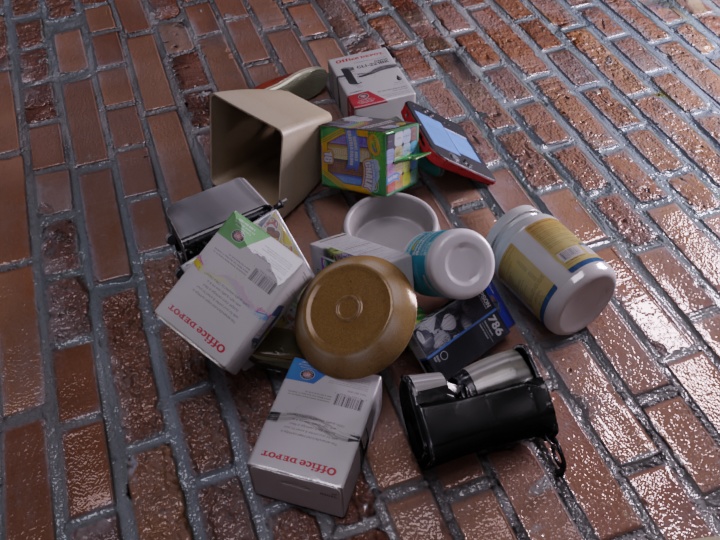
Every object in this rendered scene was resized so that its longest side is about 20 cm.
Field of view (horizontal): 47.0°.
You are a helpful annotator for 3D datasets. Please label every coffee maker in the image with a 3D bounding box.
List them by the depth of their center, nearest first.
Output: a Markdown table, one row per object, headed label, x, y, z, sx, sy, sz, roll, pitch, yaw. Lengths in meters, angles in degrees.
| label | x | y | z | sx | sy | sz | roll | pitch | yaw |
| --- | --- | --- | --- | --- | --- | --- | --- | --- | --- |
| coffee maker | 0.173 | 0.219 | 1.200 | 0.198 | 0.135 | 0.193 | -15 | 48 | -11 |

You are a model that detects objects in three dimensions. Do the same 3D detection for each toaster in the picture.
| label | x | y | z | sx | sy | sz | roll | pitch | yaw |
| --- | --- | --- | --- | --- | --- | --- | --- | --- | --- |
| toaster | -0.229 | -0.046 | 1.440 | 0.199 | 0.182 | 0.119 | -25 | 48 | -20 |

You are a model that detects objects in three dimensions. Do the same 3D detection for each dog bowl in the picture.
| label | x | y | z | sx | sy | sz | roll | pitch | yaw |
| --- | --- | --- | --- | --- | --- | --- | --- | --- | --- |
| dog bowl | 0.056 | -0.068 | 1.534 | 0.198 | 0.059 | 0.201 | -1 | 46 | 1 |

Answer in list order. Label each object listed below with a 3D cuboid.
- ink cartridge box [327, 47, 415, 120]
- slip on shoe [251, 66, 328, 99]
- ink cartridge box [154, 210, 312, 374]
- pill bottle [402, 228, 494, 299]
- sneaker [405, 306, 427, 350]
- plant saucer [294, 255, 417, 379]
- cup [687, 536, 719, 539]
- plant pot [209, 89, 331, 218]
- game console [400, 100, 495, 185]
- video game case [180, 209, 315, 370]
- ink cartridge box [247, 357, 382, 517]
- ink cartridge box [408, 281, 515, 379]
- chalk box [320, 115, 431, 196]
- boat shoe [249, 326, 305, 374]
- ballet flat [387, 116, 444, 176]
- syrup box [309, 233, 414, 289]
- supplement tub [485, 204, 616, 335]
| label | x | y | z | sx | sy | sz | roll | pitch | yaw |
| --- | --- | --- | --- | --- | --- | --- | --- | --- | --- |
| ink cartridge box | 0.023 | -0.398 | 1.835 | 0.143 | 0.084 | 0.201 | -15 | 47 | -11 |
| slip on shoe | -0.165 | -0.416 | 1.873 | 0.199 | 0.074 | 0.061 | -26 | 47 | -15 |
| ink cartridge box | -0.193 | 0.036 | 1.269 | 0.145 | 0.088 | 0.201 | 35 | 80 | 13 |
| pill bottle | 0.133 | -0.011 | 1.367 | 0.110 | 0.112 | 0.200 | -19 | 6 | -16 |
| sneaker | 0.020 | 0.091 | 1.379 | 0.198 | 0.075 | 0.084 | 3 | 36 | -8 |
| plant saucer | -0.014 | 0.063 | 1.254 | 0.198 | 0.035 | 0.202 | -7 | 65 | 16 |
| cup | 0.386 | 0.411 | 0.987 | 0.142 | 0.201 | 0.201 | -3 | 39 | 38 |
| plant pot | -0.166 | -0.250 | 1.637 | 0.199 | 0.201 | 0.177 | 31 | 44 | 28 |
| game console | 0.177 | -0.260 | 1.674 | 0.176 | 0.031 | 0.201 | 13 | 37 | -33 |
| video game case | -0.165 | 0.031 | 1.357 | 0.181 | 0.201 | 0.023 | -32 | 9 | -13 |
| ink cartridge box | -0.062 | 0.242 | 1.222 | 0.143 | 0.085 | 0.201 | 11 | 47 | 14 |
| ink cartridge box | 0.172 | 0.092 | 1.353 | 0.199 | 0.039 | 0.100 | -34 | 93 | -26 |
| chalk box | 0.036 | -0.219 | 1.588 | 0.199 | 0.125 | 0.124 | 15 | 25 | 33 |
| boat shoe | -0.086 | 0.139 | 1.335 | 0.199 | 0.066 | 0.072 | 12 | 58 | -8 |
| ballet flat | 0.120 | -0.265 | 1.716 | 0.063 | 0.068 | 0.200 | -28 | 51 | -29 |
| syrup box | 0.000 | 0.000 | 1.400 | 0.081 | 0.079 | 0.199 | -19 | 23 | -32 |
| supplement tub | 0.316 | -0.005 | 1.401 | 0.144 | 0.145 | 0.200 | -24 | 50 | -20 |
